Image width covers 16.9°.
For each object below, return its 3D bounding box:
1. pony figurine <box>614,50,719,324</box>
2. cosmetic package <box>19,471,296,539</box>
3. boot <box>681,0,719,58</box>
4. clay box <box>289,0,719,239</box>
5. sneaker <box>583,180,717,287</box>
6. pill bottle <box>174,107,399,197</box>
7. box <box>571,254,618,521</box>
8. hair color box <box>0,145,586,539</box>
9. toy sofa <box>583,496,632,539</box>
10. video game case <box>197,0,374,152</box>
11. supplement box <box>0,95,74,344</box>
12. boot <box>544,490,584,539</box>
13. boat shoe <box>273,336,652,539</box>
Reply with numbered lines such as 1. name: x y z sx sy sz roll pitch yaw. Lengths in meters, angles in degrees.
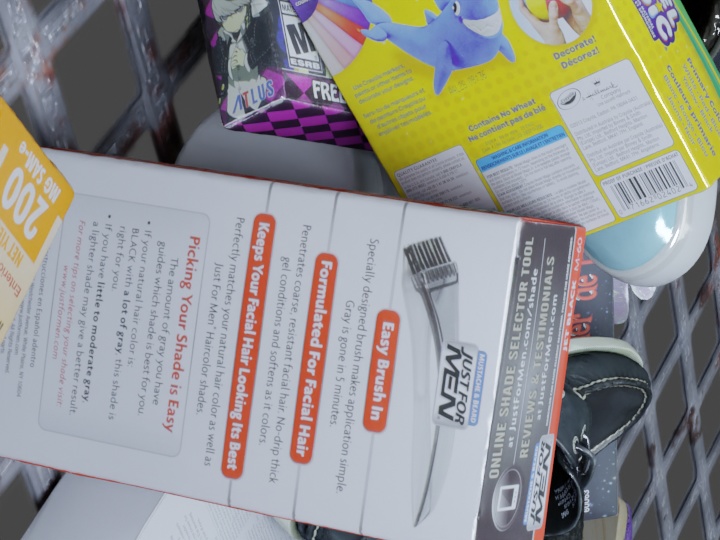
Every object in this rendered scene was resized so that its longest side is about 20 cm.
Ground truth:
1. pony figurine: 0.205 -0.074 1.303 0.200 0.166 0.193 121 -24 -64
2. cosmetic package: -0.073 0.154 0.952 0.151 0.052 0.200 -60 147 -39
3. boot: 0.161 -0.206 1.213 0.200 0.072 0.182 -61 152 -68
4. clay box: 0.033 -0.104 0.810 0.048 0.115 0.200 -40 104 -50
5. sneaker: 0.061 -0.086 0.875 0.082 0.074 0.200 0 63 -47
6. pill bottle: 0.000 0.000 0.982 0.200 0.109 0.109 40 63 -60
7. box: 0.081 0.000 1.135 0.137 0.038 0.200 -121 -156 -63
8. hair color box: -0.032 0.024 0.824 0.064 0.200 0.111 2 97 -63
9. toy sofa: 0.110 0.210 1.126 0.083 0.098 0.200 38 36 -38
10. video game case: 0.012 -0.131 0.919 0.200 0.036 0.182 7 67 -48
11. supplement box: -0.172 0.020 0.687 0.200 0.073 0.126 -67 150 -25
12. boot: 0.030 0.188 1.083 0.079 0.211 0.158 24 46 -34
13. boat shoe: 0.059 0.082 0.978 0.199 0.066 0.075 -11 135 -44
